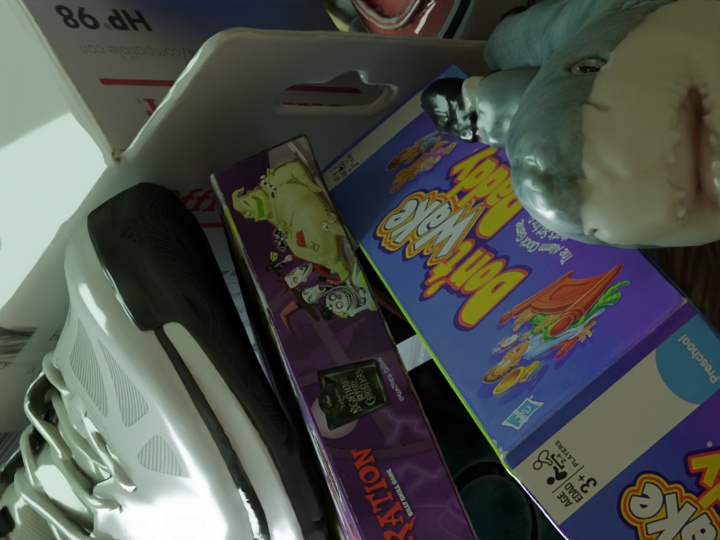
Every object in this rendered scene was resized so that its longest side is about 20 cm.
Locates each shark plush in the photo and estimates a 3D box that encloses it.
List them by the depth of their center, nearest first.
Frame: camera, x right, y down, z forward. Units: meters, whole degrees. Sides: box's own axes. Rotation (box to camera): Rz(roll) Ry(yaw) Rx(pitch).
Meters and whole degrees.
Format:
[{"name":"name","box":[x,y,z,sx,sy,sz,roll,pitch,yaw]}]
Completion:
[{"name":"shark plush","box":[0.050,-0.047,0.585,0.200,0.083,0.091,-120,15,-65]}]

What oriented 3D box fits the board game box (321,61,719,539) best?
[{"name":"board game box","box":[0.064,0.039,0.630,0.135,0.045,0.200,50,-178,-19]}]

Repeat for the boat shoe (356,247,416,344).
[{"name":"boat shoe","box":[0.000,0.000,0.820,0.071,0.091,0.200,46,160,-17]}]

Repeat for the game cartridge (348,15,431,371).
[{"name":"game cartridge","box":[0.032,0.022,0.949,0.130,0.038,0.200,51,154,26]}]

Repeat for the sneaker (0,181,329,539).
[{"name":"sneaker","box":[-0.070,0.065,0.720,0.201,0.115,0.076,77,169,-56]}]

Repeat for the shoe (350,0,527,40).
[{"name":"shoe","box":[-0.018,-0.132,0.855,0.072,0.091,0.201,-56,33,30]}]

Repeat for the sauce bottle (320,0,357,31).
[{"name":"sauce bottle","box":[-0.030,-0.039,0.991,0.200,0.064,0.065,-59,37,35]}]

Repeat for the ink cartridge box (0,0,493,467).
[{"name":"ink cartridge box","box":[-0.066,-0.013,0.756,0.200,0.115,0.067,-50,61,30]}]

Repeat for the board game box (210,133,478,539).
[{"name":"board game box","box":[0.004,0.060,0.726,0.120,0.032,0.200,62,173,21]}]

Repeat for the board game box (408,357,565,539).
[{"name":"board game box","box":[0.053,0.117,0.812,0.028,0.135,0.201,7,-121,-53]}]
